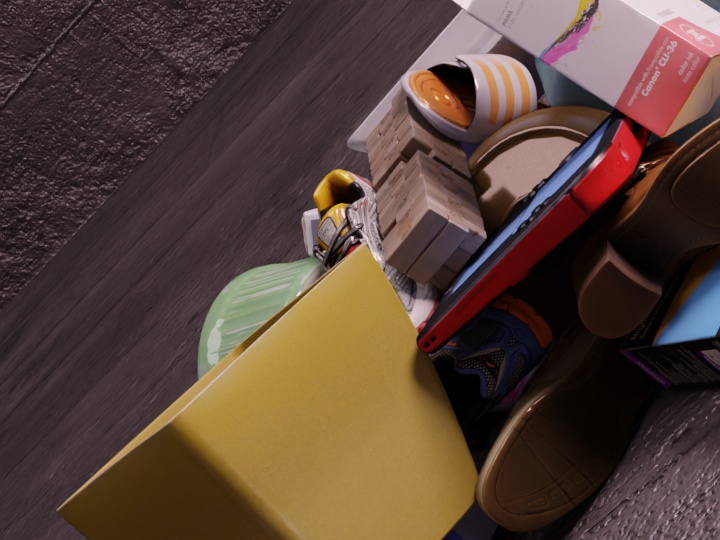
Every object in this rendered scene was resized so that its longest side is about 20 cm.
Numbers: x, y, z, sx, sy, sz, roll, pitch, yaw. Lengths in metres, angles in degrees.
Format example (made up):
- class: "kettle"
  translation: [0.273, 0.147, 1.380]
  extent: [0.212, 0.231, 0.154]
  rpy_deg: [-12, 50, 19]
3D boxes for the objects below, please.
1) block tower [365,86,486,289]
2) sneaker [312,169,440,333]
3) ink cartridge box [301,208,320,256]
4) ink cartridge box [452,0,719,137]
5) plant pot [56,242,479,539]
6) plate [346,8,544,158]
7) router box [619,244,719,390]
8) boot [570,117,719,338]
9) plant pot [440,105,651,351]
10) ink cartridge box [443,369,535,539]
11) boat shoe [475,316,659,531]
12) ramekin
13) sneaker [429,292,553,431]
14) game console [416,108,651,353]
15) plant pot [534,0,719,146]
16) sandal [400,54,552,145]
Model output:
- class: "block tower"
  translation: [0.045, -0.061, 1.310]
  extent: [0.058, 0.054, 0.200]
  rpy_deg: [-50, 22, 23]
- class: "sneaker"
  translation: [0.000, 0.000, 1.299]
  extent: [0.078, 0.082, 0.200]
  rpy_deg: [-46, 29, 21]
- class: "ink cartridge box"
  translation: [0.086, -0.054, 1.466]
  extent: [0.199, 0.044, 0.198]
  rpy_deg: [-8, 5, 32]
- class: "ink cartridge box"
  translation: [0.153, -0.177, 1.201]
  extent: [0.116, 0.200, 0.068]
  rpy_deg: [-28, -30, -61]
- class: "plant pot"
  translation: [-0.042, 0.135, 1.166]
  extent: [0.200, 0.177, 0.200]
  rpy_deg: [-43, 2, -37]
- class: "plate"
  translation: [0.104, -0.155, 1.483]
  extent: [0.200, 0.032, 0.200]
  rpy_deg: [-48, -23, 16]
- class: "router box"
  translation: [0.262, -0.020, 1.119]
  extent: [0.200, 0.051, 0.149]
  rpy_deg: [-56, 15, -20]
- class: "boot"
  translation: [0.211, -0.052, 1.140]
  extent: [0.200, 0.077, 0.155]
  rpy_deg: [-53, 6, 22]
- class: "plant pot"
  translation: [0.134, -0.024, 1.294]
  extent: [0.199, 0.027, 0.201]
  rpy_deg: [-8, 76, 34]
- class: "ink cartridge box"
  translation: [0.064, 0.162, 1.277]
  extent: [0.119, 0.042, 0.200]
  rpy_deg: [-22, 34, 59]
- class: "boat shoe"
  translation: [0.139, 0.093, 1.181]
  extent: [0.200, 0.074, 0.066]
  rpy_deg: [-46, 10, -23]
- class: "ramekin"
  translation: [-0.021, 0.080, 1.412]
  extent: [0.098, 0.200, 0.200]
  rpy_deg: [-22, 31, 44]
- class: "sneaker"
  translation: [0.048, 0.088, 1.233]
  extent: [0.078, 0.075, 0.200]
  rpy_deg: [-46, -2, -45]
- class: "game console"
  translation: [0.116, -0.034, 1.182]
  extent: [0.177, 0.031, 0.200]
  rpy_deg: [-41, 3, 22]
- class: "plant pot"
  translation: [0.235, -0.194, 1.356]
  extent: [0.200, 0.196, 0.196]
  rpy_deg: [-56, 14, 20]
- class: "sandal"
  translation: [0.116, -0.137, 1.393]
  extent: [0.059, 0.206, 0.079]
  rpy_deg: [-55, 50, 27]
